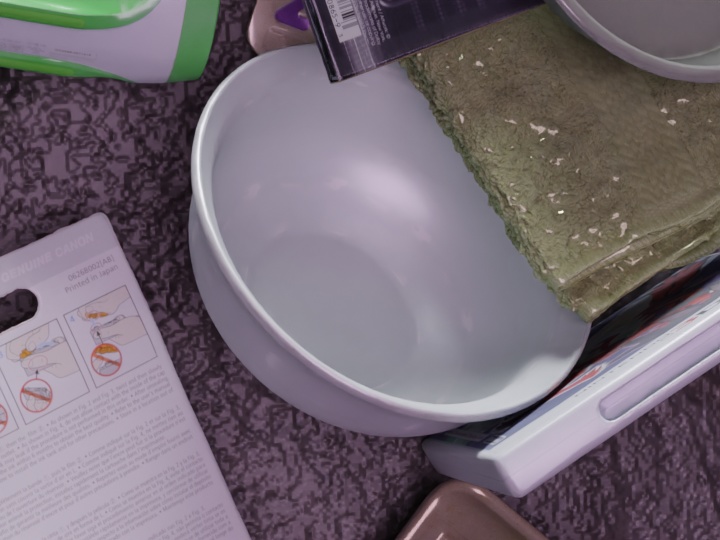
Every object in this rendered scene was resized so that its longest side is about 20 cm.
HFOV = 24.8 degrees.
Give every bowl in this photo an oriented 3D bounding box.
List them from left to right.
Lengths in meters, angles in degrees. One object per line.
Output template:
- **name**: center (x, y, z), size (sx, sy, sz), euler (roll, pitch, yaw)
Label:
- **bowl**: center (0.000, 0.000, 0.752), size (0.200, 0.090, 0.202), euler (17, 49, -21)

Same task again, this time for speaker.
- **speaker**: center (-0.164, -0.135, 0.721), size (0.199, 0.088, 0.089), euler (7, 95, -14)

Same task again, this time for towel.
- **towel**: center (0.101, -0.088, 0.758), size (0.148, 0.036, 0.200), euler (-28, 78, -18)

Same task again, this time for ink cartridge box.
- **ink cartridge box**: center (-0.151, 0.097, 0.750), size (0.162, 0.050, 0.201), euler (-27, 98, -28)

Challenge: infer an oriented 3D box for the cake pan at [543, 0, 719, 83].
- **cake pan**: center (0.138, -0.181, 0.725), size (0.200, 0.037, 0.201), euler (1, 88, -25)

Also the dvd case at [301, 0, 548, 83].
- **dvd case**: center (0.048, -0.184, 0.715), size (0.199, 0.016, 0.149), euler (-23, 100, -23)

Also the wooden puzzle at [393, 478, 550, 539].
- **wooden puzzle**: center (0.054, 0.232, 0.824), size (0.185, 0.046, 0.200), euler (41, 87, -23)

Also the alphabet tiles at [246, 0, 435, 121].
- **alphabet tiles**: center (0.028, -0.180, 0.797), size (0.199, 0.015, 0.196), euler (18, 92, -14)

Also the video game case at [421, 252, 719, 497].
- **video game case**: center (0.120, 0.040, 0.750), size (0.182, 0.200, 0.023), euler (-33, 89, -8)
